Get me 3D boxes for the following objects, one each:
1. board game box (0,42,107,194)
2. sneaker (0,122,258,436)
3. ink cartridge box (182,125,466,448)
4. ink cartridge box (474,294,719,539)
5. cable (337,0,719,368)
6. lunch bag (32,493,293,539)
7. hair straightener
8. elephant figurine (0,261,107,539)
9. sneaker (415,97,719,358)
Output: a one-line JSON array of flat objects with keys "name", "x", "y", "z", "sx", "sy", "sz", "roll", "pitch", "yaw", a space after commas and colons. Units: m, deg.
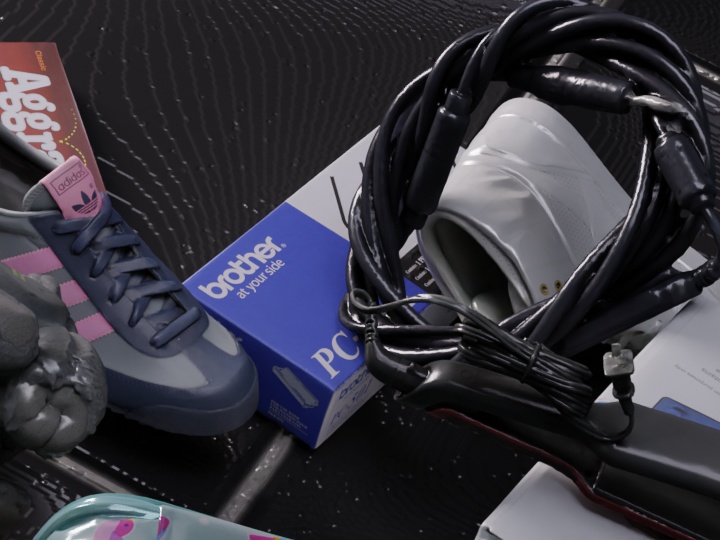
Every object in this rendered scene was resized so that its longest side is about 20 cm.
[{"name": "board game box", "x": -0.176, "y": -0.040, "z": 1.273, "sx": 0.103, "sy": 0.019, "sz": 0.200, "roll": -2, "pitch": 47, "yaw": -25}, {"name": "sneaker", "x": -0.126, "y": -0.003, "z": 1.180, "sx": 0.200, "sy": 0.082, "sz": 0.070, "roll": 33, "pitch": 43, "yaw": 12}, {"name": "ink cartridge box", "x": 0.000, "y": 0.000, "z": 1.282, "sx": 0.094, "sy": 0.044, "sz": 0.200, "roll": 33, "pitch": 43, "yaw": 15}, {"name": "ink cartridge box", "x": 0.111, "y": 0.126, "z": 1.119, "sx": 0.087, "sy": 0.145, "sz": 0.200, "roll": 35, "pitch": 43, "yaw": 16}, {"name": "cable", "x": 0.065, "y": -0.033, "z": 1.179, "sx": 0.051, "sy": 0.200, "sz": 0.163, "roll": 12, "pitch": 56, "yaw": -58}, {"name": "lunch bag", "x": -0.056, "y": 0.170, "z": 1.002, "sx": 0.200, "sy": 0.160, "sz": 0.077, "roll": 17, "pitch": 46, "yaw": -13}, {"name": "hair straightener", "x": 0.087, "y": 0.047, "z": 1.024, "sx": 0.200, "sy": 0.077, "sz": 0.041, "roll": 27, "pitch": 43, "yaw": 7}, {"name": "elephant figurine", "x": -0.204, "y": 0.083, "z": 1.066, "sx": 0.155, "sy": 0.200, "sz": 0.141, "roll": 31, "pitch": 4, "yaw": -40}, {"name": "sneaker", "x": 0.110, "y": 0.022, "z": 1.267, "sx": 0.200, "sy": 0.074, "sz": 0.116, "roll": 44, "pitch": 48, "yaw": -3}]
